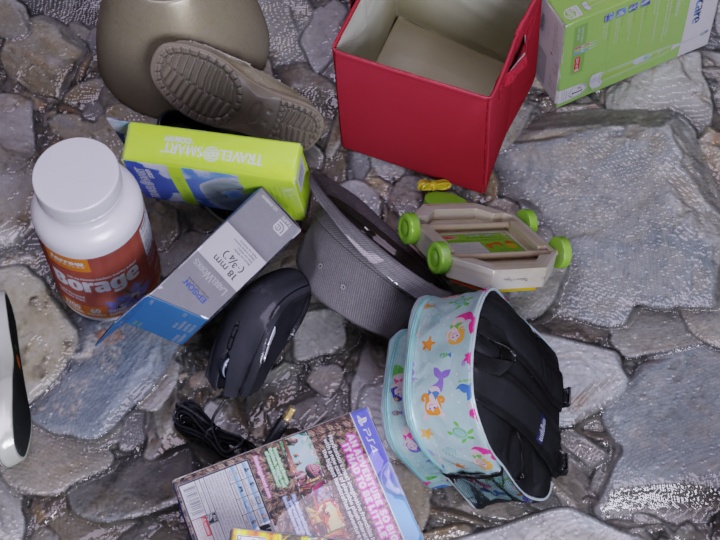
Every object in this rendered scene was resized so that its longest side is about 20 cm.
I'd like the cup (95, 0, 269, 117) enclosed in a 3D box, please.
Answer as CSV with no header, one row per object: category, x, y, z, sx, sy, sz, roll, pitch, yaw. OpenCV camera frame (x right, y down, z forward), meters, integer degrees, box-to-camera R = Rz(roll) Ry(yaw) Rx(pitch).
cup,-0.206,-0.290,1.776,0.199,0.144,0.202,-1,61,2

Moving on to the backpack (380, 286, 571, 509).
backpack,0.103,0.114,1.508,0.149,0.200,0.179,-4,60,23

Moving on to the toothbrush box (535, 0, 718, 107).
toothbrush box,0.286,-0.284,1.753,0.199,0.146,0.086,-22,61,-9

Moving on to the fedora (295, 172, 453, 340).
fedora,0.000,0.000,1.618,0.200,0.177,0.090,43,100,23

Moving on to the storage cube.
storage cube,0.082,-0.220,1.705,0.199,0.180,0.172,18,63,13

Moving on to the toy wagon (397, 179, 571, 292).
toy wagon,0.116,-0.038,1.651,0.154,0.040,0.200,-2,27,-26

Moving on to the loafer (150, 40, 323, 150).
loafer,-0.136,-0.189,1.734,0.199,0.068,0.076,26,105,-18

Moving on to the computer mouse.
computer mouse,-0.103,0.092,1.555,0.140,0.046,0.201,33,88,43

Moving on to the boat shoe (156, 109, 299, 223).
boat shoe,-0.147,-0.105,1.717,0.200,0.062,0.075,38,67,19

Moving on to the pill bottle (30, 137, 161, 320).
pill bottle,-0.267,-0.042,1.606,0.111,0.200,0.113,-1,60,2

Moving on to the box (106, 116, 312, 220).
box,-0.153,-0.102,1.621,0.198,0.122,0.048,8,75,7

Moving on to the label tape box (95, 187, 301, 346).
label tape box,-0.162,0.019,1.597,0.063,0.144,0.200,46,70,-3

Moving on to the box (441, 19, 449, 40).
box,0.101,-0.374,1.865,0.158,0.048,0.200,-32,64,-16

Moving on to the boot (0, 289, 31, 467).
boot,-0.408,0.120,1.598,0.143,0.073,0.201,-14,53,-5

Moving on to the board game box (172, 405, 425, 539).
board game box,-0.053,0.246,1.496,0.199,0.097,0.160,-20,62,-9

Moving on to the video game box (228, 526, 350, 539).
video game box,-0.034,0.331,1.386,0.181,0.047,0.202,7,78,-6
